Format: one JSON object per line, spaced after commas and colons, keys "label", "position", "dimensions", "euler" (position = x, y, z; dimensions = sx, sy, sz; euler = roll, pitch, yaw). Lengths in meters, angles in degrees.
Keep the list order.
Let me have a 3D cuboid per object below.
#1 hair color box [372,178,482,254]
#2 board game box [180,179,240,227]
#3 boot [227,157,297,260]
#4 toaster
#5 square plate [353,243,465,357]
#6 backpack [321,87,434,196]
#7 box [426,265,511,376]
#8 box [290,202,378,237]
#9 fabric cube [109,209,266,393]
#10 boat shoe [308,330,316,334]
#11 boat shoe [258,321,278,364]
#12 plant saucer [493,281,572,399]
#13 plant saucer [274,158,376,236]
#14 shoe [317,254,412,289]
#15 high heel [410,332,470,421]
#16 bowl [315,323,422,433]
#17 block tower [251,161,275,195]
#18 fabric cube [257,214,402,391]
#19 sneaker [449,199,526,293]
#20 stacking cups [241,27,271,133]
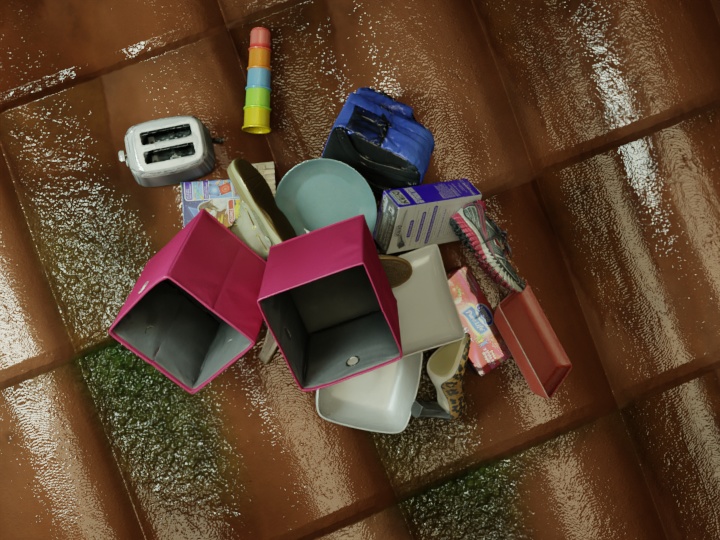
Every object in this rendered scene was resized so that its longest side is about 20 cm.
{"label": "hair color box", "position": [0.129, -0.106, 1.626], "dimensions": [0.197, 0.111, 0.065], "euler": [-12, 44, -31]}
{"label": "board game box", "position": [-0.282, -0.076, 1.665], "dimensions": [0.133, 0.034, 0.204], "euler": [-3, 88, -4]}
{"label": "boot", "position": [-0.225, -0.096, 1.579], "dimensions": [0.153, 0.072, 0.202], "euler": [-23, 106, 31]}
{"label": "toaster", "position": [-0.360, -0.231, 1.618], "dimensions": [0.196, 0.129, 0.116], "euler": [-11, 90, -5]}
{"label": "square plate", "position": [0.082, 0.070, 1.602], "dimensions": [0.195, 0.028, 0.203], "euler": [-19, 65, 7]}
{"label": "backpack", "position": [0.046, -0.247, 1.636], "dimensions": [0.198, 0.163, 0.170], "euler": [27, 67, -2]}
{"label": "box", "position": [0.213, 0.098, 1.668], "dimensions": [0.095, 0.100, 0.202], "euler": [-33, 91, -5]}
{"label": "box", "position": [-0.060, -0.117, 1.663], "dimensions": [0.197, 0.082, 0.069], "euler": [24, 86, -5]}
{"label": "fabric cube", "position": [-0.294, 0.055, 1.519], "dimensions": [0.199, 0.201, 0.195], "euler": [40, 125, -20]}
{"label": "boat shoe", "position": [-0.074, 0.095, 1.658], "dimensions": [0.063, 0.074, 0.202], "euler": [41, 79, 12]}
{"label": "boat shoe", "position": [-0.167, 0.082, 1.657], "dimensions": [0.068, 0.071, 0.203], "euler": [21, 78, -2]}
{"label": "plant saucer", "position": [0.332, 0.137, 1.647], "dimensions": [0.036, 0.199, 0.202], "euler": [-30, 88, 29]}
{"label": "plant saucer", "position": [-0.065, -0.117, 1.590], "dimensions": [0.197, 0.039, 0.204], "euler": [3, 113, 6]}
{"label": "shoe", "position": [0.000, 0.000, 1.594], "dimensions": [0.196, 0.054, 0.071], "euler": [-6, 115, 4]}
{"label": "high heel", "position": [0.192, 0.207, 1.642], "dimensions": [0.141, 0.071, 0.202], "euler": [10, 116, -41]}
{"label": "bowl", "position": [0.013, 0.205, 1.656], "dimensions": [0.196, 0.075, 0.204], "euler": [13, 89, -10]}
{"label": "block tower", "position": [-0.188, -0.114, 1.665], "dimensions": [0.053, 0.058, 0.204], "euler": [-5, 87, -5]}
{"label": "fabric cube", "position": [-0.049, 0.055, 1.478], "dimensions": [0.193, 0.200, 0.202], "euler": [-19, 115, 8]}
{"label": "sneaker", "position": [0.256, -0.041, 1.609], "dimensions": [0.074, 0.081, 0.201], "euler": [-38, 100, -6]}
{"label": "stacking cups", "position": [-0.206, -0.378, 1.675], "dimensions": [0.059, 0.061, 0.204], "euler": [0, 84, -5]}
